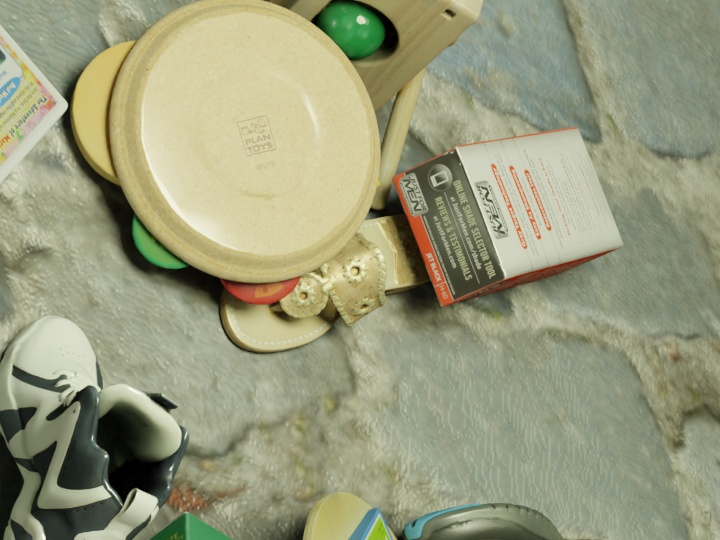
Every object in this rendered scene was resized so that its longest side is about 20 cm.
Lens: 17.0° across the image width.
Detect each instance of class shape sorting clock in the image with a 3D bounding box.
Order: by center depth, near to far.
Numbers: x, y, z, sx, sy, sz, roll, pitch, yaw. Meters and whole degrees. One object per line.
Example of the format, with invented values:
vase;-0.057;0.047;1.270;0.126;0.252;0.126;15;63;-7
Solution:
shape sorting clock;0.010;0.238;1.534;0.200;0.039;0.200;-21;90;-75

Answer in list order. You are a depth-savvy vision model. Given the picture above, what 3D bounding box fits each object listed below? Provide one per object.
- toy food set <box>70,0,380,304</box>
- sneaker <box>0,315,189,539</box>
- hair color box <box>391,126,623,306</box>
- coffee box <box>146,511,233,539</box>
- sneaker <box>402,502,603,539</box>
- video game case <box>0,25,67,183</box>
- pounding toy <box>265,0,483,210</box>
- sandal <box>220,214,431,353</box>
toy food set;-0.078;-0.081;1.580;0.200;0.049;0.198;-33;94;-28
sneaker;-0.149;0.085;1.398;0.079;0.130;0.199;32;37;-28
hair color box;0.110;-0.042;1.742;0.200;0.061;0.102;-12;80;-60
coffee box;-0.072;0.252;1.434;0.123;0.044;0.200;34;31;-33
sneaker;0.112;0.213;1.655;0.200;0.073;0.082;21;61;-36
video game case;-0.288;-0.109;1.449;0.182;0.024;0.200;50;45;-16
pounding toy;0.023;-0.186;1.683;0.142;0.184;0.200;29;53;-17
sandal;-0.002;-0.005;1.642;0.212;0.070;0.078;-19;86;-46
